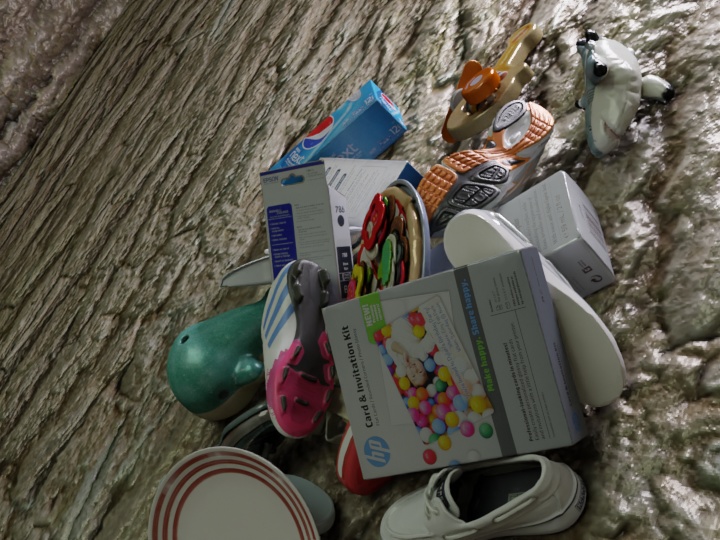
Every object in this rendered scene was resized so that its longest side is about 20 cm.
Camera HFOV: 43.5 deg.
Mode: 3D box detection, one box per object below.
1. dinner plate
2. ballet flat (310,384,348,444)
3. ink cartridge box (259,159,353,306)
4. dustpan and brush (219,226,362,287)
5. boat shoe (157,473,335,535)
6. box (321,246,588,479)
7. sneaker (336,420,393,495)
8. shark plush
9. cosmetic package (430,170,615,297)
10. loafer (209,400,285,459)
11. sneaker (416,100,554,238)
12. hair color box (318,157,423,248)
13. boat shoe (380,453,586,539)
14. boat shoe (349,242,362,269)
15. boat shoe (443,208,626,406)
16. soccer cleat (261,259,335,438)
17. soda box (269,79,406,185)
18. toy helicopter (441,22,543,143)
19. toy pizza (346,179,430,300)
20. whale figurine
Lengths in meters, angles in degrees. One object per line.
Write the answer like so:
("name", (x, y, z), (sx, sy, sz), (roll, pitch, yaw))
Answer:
("dinner plate", (-0.119, 0.268, 0.868), (0.198, 0.024, 0.203), (2, 95, 26))
("ballet flat", (-0.035, 0.147, 0.952), (0.199, 0.069, 0.070), (0, 57, 51))
("ink cartridge box", (-0.057, -0.018, 1.014), (0.099, 0.039, 0.202), (-5, 92, 36))
("dustpan and brush", (-0.065, -0.019, 1.100), (0.199, 0.139, 0.058), (-3, 96, 41))
("boat shoe", (-0.113, 0.262, 0.930), (0.198, 0.092, 0.071), (4, 26, 24))
("box", (0.072, 0.081, 0.755), (0.199, 0.041, 0.158), (-17, 85, 34))
("sneaker", (0.062, 0.148, 0.816), (0.201, 0.078, 0.116), (-55, 38, 12))
("shark plush", (0.245, -0.204, 0.959), (0.201, 0.090, 0.084), (-107, 32, -48))
("cosmetic package", (0.136, 0.002, 0.874), (0.199, 0.074, 0.102), (-31, 36, 26))
("loafer", (-0.123, 0.203, 0.980), (0.200, 0.071, 0.063), (-44, 63, 42))
("sneaker", (0.130, -0.085, 0.932), (0.075, 0.092, 0.200), (36, 62, 27))
("hair color box", (-0.005, -0.085, 1.148), (0.199, 0.060, 0.101), (13, 67, 55))
("boat shoe", (0.086, 0.189, 0.751), (0.199, 0.065, 0.074), (-28, 39, 32))
("boat shoe", (0.000, 0.000, 1.054), (0.199, 0.072, 0.076), (-33, 24, 26))
("boat shoe", (0.152, 0.026, 0.770), (0.072, 0.200, 0.068), (-54, -15, 29))
("soccer cleat", (-0.070, 0.086, 0.938), (0.086, 0.069, 0.202), (-38, 40, 47))
("soda box", (-0.034, -0.168, 1.261), (0.200, 0.068, 0.064), (-39, 34, 18))
("toy helicopter", (0.163, -0.228, 1.095), (0.132, 0.079, 0.201), (-17, 33, 54))
("toy pizza", (0.019, 0.008, 0.901), (0.200, 0.031, 0.203), (-173, 90, -73))
("whale figurine", (-0.159, 0.087, 1.124), (0.200, 0.104, 0.159), (-46, 31, 1))
